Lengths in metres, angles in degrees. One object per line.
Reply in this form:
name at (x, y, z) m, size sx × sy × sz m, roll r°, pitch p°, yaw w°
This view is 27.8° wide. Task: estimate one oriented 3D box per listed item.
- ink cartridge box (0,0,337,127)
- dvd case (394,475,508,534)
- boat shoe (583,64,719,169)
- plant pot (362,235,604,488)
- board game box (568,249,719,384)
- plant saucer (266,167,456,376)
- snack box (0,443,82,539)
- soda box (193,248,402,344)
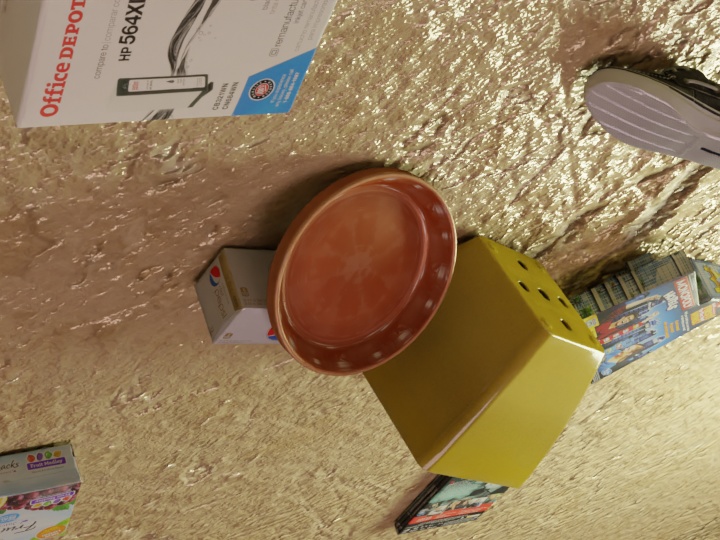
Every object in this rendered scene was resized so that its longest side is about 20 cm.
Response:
ink cartridge box at (-0.129, -0.171, 0.948) m, size 0.199 × 0.085 × 0.146 m, roll -8°, pitch 150°, yaw -26°
dvd case at (0.151, 0.325, 2.123) m, size 0.145 × 0.022 × 0.200 m, roll -5°, pitch 150°, yaw -29°
boat shoe at (0.284, -0.147, 1.309) m, size 0.199 × 0.071 × 0.072 m, roll 20°, pitch 150°, yaw -25°
plant pot at (0.128, 0.083, 1.494) m, size 0.176 × 0.201 × 0.199 m, roll -44°, pitch 147°, yaw 19°
board game box at (0.335, 0.036, 1.684) m, size 0.199 × 0.062 × 0.200 m, roll -25°, pitch 153°, yaw 4°
plant saucer at (0.000, 0.000, 1.324) m, size 0.199 × 0.032 × 0.202 m, roll -19°, pitch 124°, yaw -30°
snack box at (-0.409, 0.254, 1.557) m, size 0.199 × 0.053 × 0.142 m, roll -8°, pitch 151°, yaw -25°
soda box at (-0.053, 0.026, 1.379) m, size 0.199 × 0.068 × 0.064 m, roll 2°, pitch 146°, yaw -37°
